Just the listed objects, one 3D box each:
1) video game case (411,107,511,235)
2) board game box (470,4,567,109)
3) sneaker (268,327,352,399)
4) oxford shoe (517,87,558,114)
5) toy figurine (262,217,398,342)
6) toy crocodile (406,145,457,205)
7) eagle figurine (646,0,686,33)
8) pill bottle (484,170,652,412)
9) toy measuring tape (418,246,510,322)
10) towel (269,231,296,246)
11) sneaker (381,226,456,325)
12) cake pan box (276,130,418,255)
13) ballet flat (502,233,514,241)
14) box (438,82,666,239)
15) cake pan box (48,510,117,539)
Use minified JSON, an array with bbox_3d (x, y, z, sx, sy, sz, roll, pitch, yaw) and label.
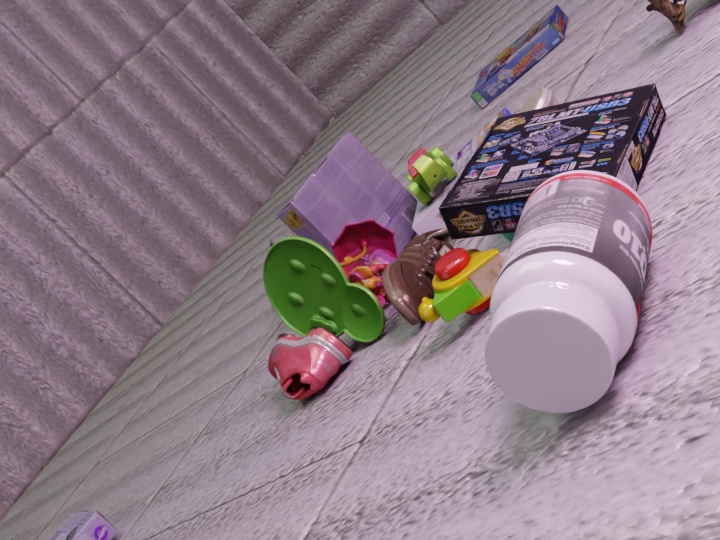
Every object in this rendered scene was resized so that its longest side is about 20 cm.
[{"bbox_3d":[0.159,-0.138,1.616,0.181,0.045,0.200,-43,12,21],"label":"video game case"},{"bbox_3d":[0.295,-0.397,2.062,0.200,0.034,0.136,-39,14,31],"label":"board game box"},{"bbox_3d":[-0.089,0.133,1.490,0.087,0.074,0.200,-55,13,-26],"label":"sneaker"},{"bbox_3d":[0.207,-0.139,1.440,0.201,0.058,0.075,-60,18,1],"label":"oxford shoe"},{"bbox_3d":[0.000,0.000,1.520,0.184,0.199,0.151,-34,-43,-46],"label":"toy figurine"},{"bbox_3d":[0.094,-0.147,1.613,0.067,0.062,0.200,-44,11,11],"label":"toy crocodile"},{"bbox_3d":[0.431,-0.398,1.369,0.201,0.151,0.152,-54,-1,11],"label":"eagle figurine"},{"bbox_3d":[0.166,0.014,0.883,0.114,0.114,0.200,-37,14,35],"label":"pill bottle"},{"bbox_3d":[0.143,-0.012,1.192,0.200,0.074,0.074,-37,12,6],"label":"toy measuring tape"},{"bbox_3d":[-0.054,-0.058,1.887,0.191,0.035,0.200,-17,17,-9],"label":"towel"},{"bbox_3d":[0.079,-0.005,1.376,0.075,0.070,0.200,-40,13,21],"label":"sneaker"},{"bbox_3d":[-0.006,-0.090,1.692,0.052,0.184,0.200,-32,18,49],"label":"cake pan box"},{"bbox_3d":[0.178,-0.086,1.304,0.067,0.070,0.200,-40,13,13],"label":"ballet flat"},{"bbox_3d":[0.208,-0.116,1.191,0.199,0.050,0.199,-7,31,34],"label":"box"},{"bbox_3d":[-0.481,0.466,1.753,0.184,0.052,0.200,-49,12,-27],"label":"cake pan box"}]
